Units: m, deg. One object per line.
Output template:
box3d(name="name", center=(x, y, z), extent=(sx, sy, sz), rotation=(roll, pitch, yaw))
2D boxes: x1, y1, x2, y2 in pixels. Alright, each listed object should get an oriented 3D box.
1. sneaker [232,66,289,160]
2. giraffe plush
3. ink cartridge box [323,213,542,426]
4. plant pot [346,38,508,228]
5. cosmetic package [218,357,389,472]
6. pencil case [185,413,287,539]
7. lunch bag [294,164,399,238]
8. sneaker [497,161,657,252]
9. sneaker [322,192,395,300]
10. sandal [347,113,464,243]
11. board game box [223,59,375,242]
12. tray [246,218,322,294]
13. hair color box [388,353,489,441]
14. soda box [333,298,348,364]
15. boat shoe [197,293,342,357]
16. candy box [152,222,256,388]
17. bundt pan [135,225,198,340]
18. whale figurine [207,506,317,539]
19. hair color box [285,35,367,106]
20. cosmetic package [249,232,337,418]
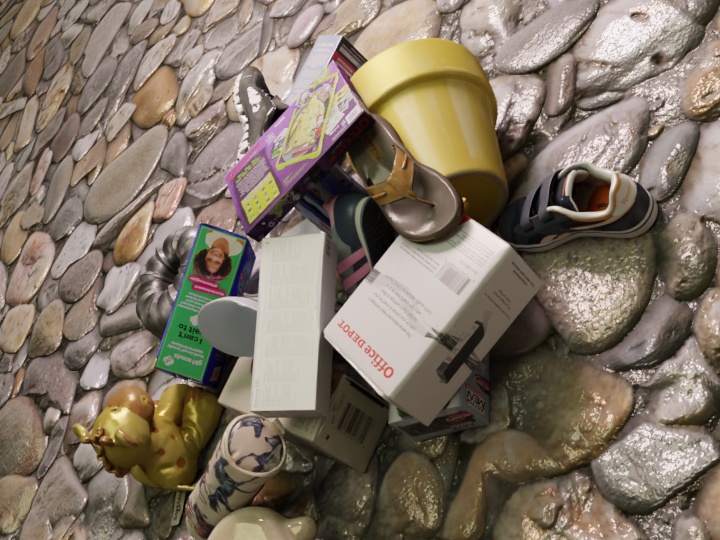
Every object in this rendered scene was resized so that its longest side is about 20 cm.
box3d(name="sneaker", center=(-0.129, -0.218, 1.383), extent=(0.090, 0.066, 0.203), rotation=(-27, 51, 26))
box3d(name="giraffe plush", center=(-0.301, 0.228, 1.346), extent=(0.171, 0.162, 0.202), rotation=(-32, 44, 25))
box3d(name="ink cartridge box", center=(0.074, 0.041, 1.058), extent=(0.201, 0.084, 0.144), rotation=(-50, 42, 0))
box3d(name="plant pot", center=(0.088, -0.142, 1.189), extent=(0.200, 0.200, 0.191), rotation=(-36, 52, 21))
box3d(name="cosmetic package", center=(-0.070, 0.165, 1.202), extent=(0.198, 0.103, 0.088), rotation=(11, 69, 47))
box3d(name="pencil case", center=(-0.148, 0.249, 1.170), extent=(0.089, 0.078, 0.201), rotation=(-41, -13, -43))
box3d(name="lunch bag", center=(-0.040, -0.094, 1.263), extent=(0.076, 0.199, 0.160), rotation=(-54, 23, -3))
box3d(name="sneaker", center=(0.222, -0.074, 1.087), extent=(0.198, 0.079, 0.080), rotation=(-8, 58, 44))
box3d(name="sneaker", center=(0.000, 0.000, 1.195), extent=(0.081, 0.204, 0.070), rotation=(13, 28, 38))
box3d(name="sandal", center=(0.037, -0.107, 1.074), extent=(0.082, 0.054, 0.201), rotation=(-44, 57, 17))
box3d(name="board game box", center=(-0.076, -0.141, 1.154), extent=(0.200, 0.032, 0.121), rotation=(-44, 46, 16))
box3d(name="tray", center=(-0.114, -0.017, 1.438), extent=(0.198, 0.022, 0.109), rotation=(-31, 44, 27))
box3d(name="hair color box", center=(0.092, 0.083, 1.123), extent=(0.098, 0.060, 0.203), rotation=(-20, 51, 34))
box3d(name="soda box", center=(-0.087, 0.082, 1.304), extent=(0.198, 0.068, 0.064), rotation=(-4, 61, 44))
box3d(name="boat shoe", center=(-0.099, 0.059, 1.211), extent=(0.198, 0.086, 0.076), rotation=(-3, 100, 23))
box3d(name="candy box", center=(-0.210, 0.054, 1.353), extent=(0.169, 0.076, 0.204), rotation=(104, -179, -81))
box3d(name="bundt pan", center=(-0.282, 0.016, 1.539), extent=(0.200, 0.075, 0.205), rotation=(-29, 45, 33))
box3d(name="whale figurine", center=(-0.086, 0.355, 1.108), extent=(0.198, 0.104, 0.161), rotation=(24, 81, 26))
box3d(name="hair color box", center=(-0.057, -0.236, 1.460), extent=(0.060, 0.099, 0.202), rotation=(15, 75, 48))
box3d(name="cosmetic package", center=(-0.074, 0.063, 1.115), extent=(0.081, 0.051, 0.204), rotation=(-3, 72, 18))
